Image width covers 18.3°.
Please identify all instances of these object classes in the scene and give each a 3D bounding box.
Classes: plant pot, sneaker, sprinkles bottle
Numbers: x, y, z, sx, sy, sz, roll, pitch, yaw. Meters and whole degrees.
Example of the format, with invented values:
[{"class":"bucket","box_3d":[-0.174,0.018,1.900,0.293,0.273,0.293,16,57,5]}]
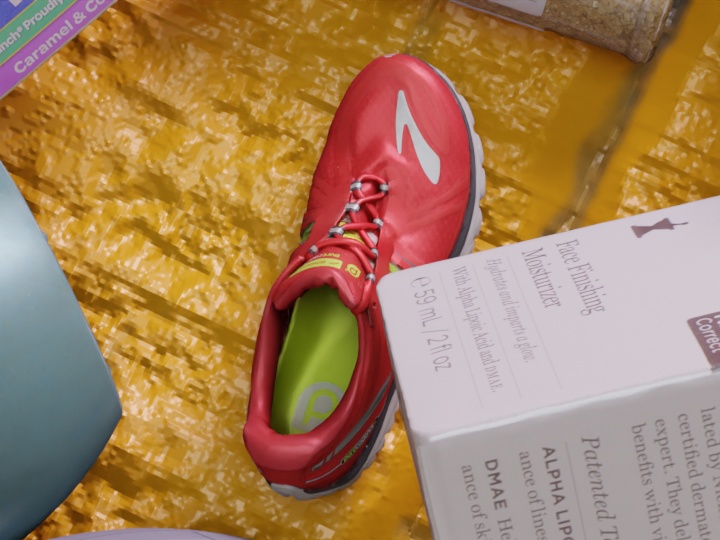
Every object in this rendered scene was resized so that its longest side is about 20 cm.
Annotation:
[{"class":"plant pot","box_3d":[-0.194,0.039,0.904,0.161,0.201,0.201,-28,82,-10]},{"class":"sneaker","box_3d":[0.000,0.000,0.947,0.077,0.085,0.200,12,82,14]},{"class":"sprinkles bottle","box_3d":[0.043,-0.152,0.982,0.200,0.068,0.068,19,83,4]}]

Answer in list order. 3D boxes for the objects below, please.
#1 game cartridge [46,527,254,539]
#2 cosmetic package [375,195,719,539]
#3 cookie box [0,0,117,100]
[{"class":"game cartridge","box_3d":[-0.110,0.173,0.887,0.200,0.042,0.133,-8,103,-39]},{"class":"cosmetic package","box_3d":[0.124,0.080,0.869,0.200,0.165,0.165,-14,111,0]},{"class":"cookie box","box_3d":[-0.163,-0.165,0.933,0.171,0.075,0.200,-40,39,-4]}]
